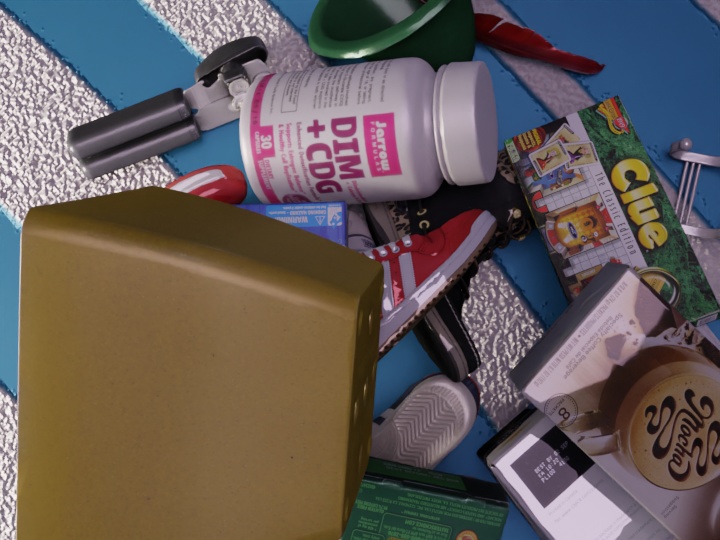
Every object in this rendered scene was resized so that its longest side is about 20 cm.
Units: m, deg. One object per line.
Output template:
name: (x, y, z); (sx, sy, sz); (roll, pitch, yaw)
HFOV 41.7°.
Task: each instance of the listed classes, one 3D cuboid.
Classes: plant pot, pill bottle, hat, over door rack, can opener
plant pot: (-0.080, 0.062, 0.575); (0.172, 0.200, 0.205); (5, 99, 7)
pill bottle: (0.009, -0.114, 0.783); (0.196, 0.113, 0.116); (-3, 83, 20)
hat: (0.075, -0.190, 0.856); (0.177, 0.198, 0.167); (50, 63, -37)
over door rack: (0.355, -0.022, 0.819); (0.196, 0.067, 0.151); (15, 85, 2)
can opener: (-0.168, -0.144, 0.855); (0.197, 0.053, 0.067); (-25, 50, -3)

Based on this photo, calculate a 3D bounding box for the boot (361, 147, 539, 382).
boot: (0.097, -0.017, 0.786); (0.151, 0.074, 0.205); (-21, 48, -5)

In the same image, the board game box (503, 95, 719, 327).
board game box: (0.194, -0.036, 0.746); (0.103, 0.024, 0.203); (-20, 64, 5)

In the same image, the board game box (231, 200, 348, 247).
board game box: (-0.105, 0.050, 0.735); (0.195, 0.041, 0.204); (-2, 76, 2)

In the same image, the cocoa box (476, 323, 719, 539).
cocoa box: (0.211, 0.140, 0.771); (0.199, 0.131, 0.134); (-40, 84, -3)

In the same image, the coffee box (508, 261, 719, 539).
coffee box: (0.215, 0.104, 0.656); (0.199, 0.080, 0.113); (42, 94, 1)

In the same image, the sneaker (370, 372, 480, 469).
sneaker: (0.028, 0.157, 0.809); (0.199, 0.084, 0.076); (-39, 83, 22)

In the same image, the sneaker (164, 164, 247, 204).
sneaker: (-0.159, 0.009, 0.808); (0.199, 0.078, 0.116); (-37, 67, 10)

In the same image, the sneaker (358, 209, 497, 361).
sneaker: (0.000, 0.000, 0.687); (0.200, 0.071, 0.113); (-43, 83, -7)

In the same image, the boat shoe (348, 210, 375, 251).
boat shoe: (-0.077, 0.011, 0.826); (0.198, 0.071, 0.071); (-31, 45, 13)

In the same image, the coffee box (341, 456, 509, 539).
coffee box: (0.027, 0.247, 0.711); (0.120, 0.044, 0.204); (12, 103, -6)
